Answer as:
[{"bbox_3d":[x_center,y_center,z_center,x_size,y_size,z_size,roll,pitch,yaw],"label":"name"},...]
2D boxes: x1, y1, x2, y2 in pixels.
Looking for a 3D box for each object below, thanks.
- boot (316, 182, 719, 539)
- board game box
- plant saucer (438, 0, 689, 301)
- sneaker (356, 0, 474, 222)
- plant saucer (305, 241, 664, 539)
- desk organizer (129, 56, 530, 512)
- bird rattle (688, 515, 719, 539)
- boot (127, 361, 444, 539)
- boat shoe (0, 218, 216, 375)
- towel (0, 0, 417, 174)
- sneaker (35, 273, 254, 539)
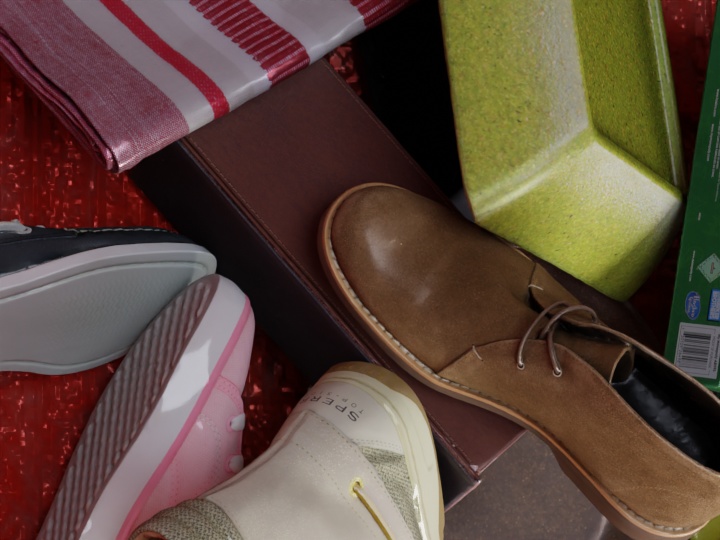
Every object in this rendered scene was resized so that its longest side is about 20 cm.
[{"bbox_3d":[0.073,0.026,0.995,0.200,0.075,0.074,38,66,1],"label":"boot"},{"bbox_3d":[0.175,-0.033,1.156,0.029,0.135,0.201,6,79,18],"label":"board game box"},{"bbox_3d":[0.091,-0.102,1.080,0.200,0.048,0.201,24,57,-64],"label":"plant saucer"},{"bbox_3d":[0.043,-0.113,1.142,0.083,0.072,0.201,-3,87,-50],"label":"sneaker"},{"bbox_3d":[0.056,0.087,1.133,0.200,0.037,0.201,2,85,-26],"label":"plant saucer"},{"bbox_3d":[0.000,0.000,1.062,0.077,0.072,0.200,-39,85,-23],"label":"desk organizer"},{"bbox_3d":[0.236,0.133,1.123,0.163,0.200,0.113,-38,107,-48],"label":"bird rattle"},{"bbox_3d":[-0.020,0.156,0.990,0.155,0.072,0.201,-36,120,-48],"label":"boot"},{"bbox_3d":[-0.151,0.007,1.025,0.200,0.076,0.060,-11,50,-40],"label":"boat shoe"},{"bbox_3d":[-0.066,-0.133,1.060,0.200,0.023,0.144,-32,62,-25],"label":"towel"},{"bbox_3d":[-0.071,0.108,1.044,0.104,0.075,0.201,27,86,-20],"label":"sneaker"}]
